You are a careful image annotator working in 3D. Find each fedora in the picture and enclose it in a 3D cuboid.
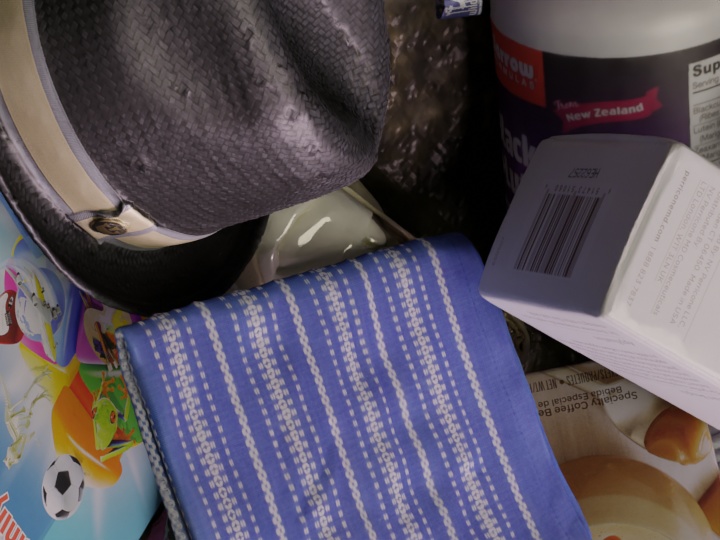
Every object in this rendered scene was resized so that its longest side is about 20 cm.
[{"bbox_3d":[-0.048,-0.081,0.670,0.200,0.091,0.202,20,68,-62],"label":"fedora"}]

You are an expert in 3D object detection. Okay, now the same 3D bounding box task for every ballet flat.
[{"bbox_3d":[0.000,0.000,0.815,0.200,0.069,0.070,32,88,-43],"label":"ballet flat"}]

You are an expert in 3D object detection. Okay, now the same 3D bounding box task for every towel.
[{"bbox_3d":[0.006,0.067,0.727,0.199,0.024,0.146,-16,85,-51],"label":"towel"}]

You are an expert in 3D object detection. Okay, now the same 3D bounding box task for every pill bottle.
[{"bbox_3d":[0.111,-0.079,0.837,0.111,0.111,0.201,-24,123,-29],"label":"pill bottle"}]

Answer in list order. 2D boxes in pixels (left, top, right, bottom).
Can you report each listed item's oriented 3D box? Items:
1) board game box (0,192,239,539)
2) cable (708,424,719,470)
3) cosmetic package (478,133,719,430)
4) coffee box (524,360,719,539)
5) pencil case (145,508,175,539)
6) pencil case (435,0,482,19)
[{"bbox_3d":[-0.122,0.040,0.694,0.201,0.047,0.151,-60,139,-35],"label":"board game box"},{"bbox_3d":[0.195,0.145,0.960,0.198,0.070,0.201,-9,135,0],"label":"cable"},{"bbox_3d":[0.155,0.025,0.771,0.199,0.102,0.074,28,84,-23],"label":"cosmetic package"},{"bbox_3d":[0.102,0.143,0.838,0.113,0.080,0.202,-11,76,-3],"label":"coffee box"},{"bbox_3d":[-0.069,0.141,0.777,0.082,0.087,0.200,26,111,-32],"label":"pencil case"},{"bbox_3d":[0.017,-0.198,0.733,0.085,0.084,0.202,-7,115,-11],"label":"pencil case"}]
